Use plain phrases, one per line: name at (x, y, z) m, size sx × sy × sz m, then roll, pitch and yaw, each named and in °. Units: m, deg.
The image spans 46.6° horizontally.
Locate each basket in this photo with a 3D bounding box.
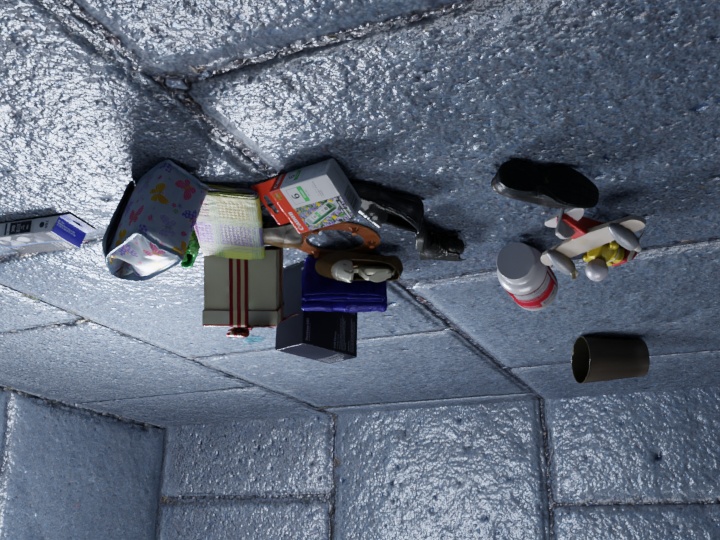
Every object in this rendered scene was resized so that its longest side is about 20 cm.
basket at (0.766, 0.271, 2.554) m, size 0.196 × 0.138 × 0.181 m, roll -1°, pitch 153°, yaw -5°

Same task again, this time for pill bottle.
pill bottle at (0.371, 0.011, 1.874) m, size 0.111 × 0.114 × 0.200 m, roll -8°, pitch 158°, yaw 23°

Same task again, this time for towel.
towel at (-0.035, 0.026, 1.895) m, size 0.196 × 0.149 × 0.050 m, roll 2°, pitch 141°, yaw -3°
towel at (-0.259, -0.093, 1.641) m, size 0.141 × 0.023 × 0.201 m, roll 5°, pitch 142°, yaw 4°

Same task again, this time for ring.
ring at (-0.055, -0.060, 1.831) m, size 0.197 × 0.020 × 0.201 m, roll 1°, pitch 161°, yaw 0°

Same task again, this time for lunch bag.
lunch bag at (-0.390, -0.083, 1.533) m, size 0.126 × 0.172 × 0.199 m, roll 32°, pitch 147°, yaw -28°

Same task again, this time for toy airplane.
toy airplane at (0.458, -0.051, 1.656) m, size 0.196 × 0.143 × 0.200 m, roll -2°, pitch 160°, yaw 11°

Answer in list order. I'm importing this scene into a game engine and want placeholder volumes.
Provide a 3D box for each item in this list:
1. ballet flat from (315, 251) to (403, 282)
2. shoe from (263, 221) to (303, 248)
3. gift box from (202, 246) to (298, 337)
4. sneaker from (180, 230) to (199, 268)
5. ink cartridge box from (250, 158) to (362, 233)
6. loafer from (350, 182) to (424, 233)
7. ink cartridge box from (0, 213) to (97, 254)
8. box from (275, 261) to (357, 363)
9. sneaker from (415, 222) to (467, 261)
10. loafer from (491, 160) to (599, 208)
ballet flat at (0.000, 0.000, 1.847) m, size 0.196 × 0.073 × 0.069 m, roll 3°, pitch 117°, yaw -9°
shoe at (-0.216, -0.082, 1.739) m, size 0.196 × 0.070 × 0.054 m, roll 3°, pitch 116°, yaw 3°
gift box at (-0.236, 0.043, 1.798) m, size 0.196 × 0.190 × 0.185 m, roll 2°, pitch -175°, yaw 5°
sneaker at (-0.378, -0.062, 1.740) m, size 0.073 × 0.085 × 0.200 m, roll -2°, pitch 159°, yaw 10°
ink cartridge box at (-0.108, -0.128, 1.540) m, size 0.198 × 0.051 × 0.109 m, roll -13°, pitch 129°, yaw 32°
loafer at (0.034, -0.117, 1.592) m, size 0.198 × 0.072 × 0.068 m, roll 11°, pitch 157°, yaw -25°
ink cartridge box at (-0.673, -0.076, 1.781) m, size 0.197 × 0.040 × 0.099 m, roll -7°, pitch 158°, yaw 19°
box at (-0.103, 0.104, 2.018) m, size 0.103 × 0.203 × 0.181 m, roll -16°, pitch 154°, yaw 41°
sneaker at (0.173, -0.058, 1.776) m, size 0.102 × 0.061 × 0.200 m, roll -1°, pitch 165°, yaw 8°
loafer at (0.332, -0.151, 1.508) m, size 0.197 × 0.074 × 0.072 m, roll 14°, pitch 167°, yaw -9°
